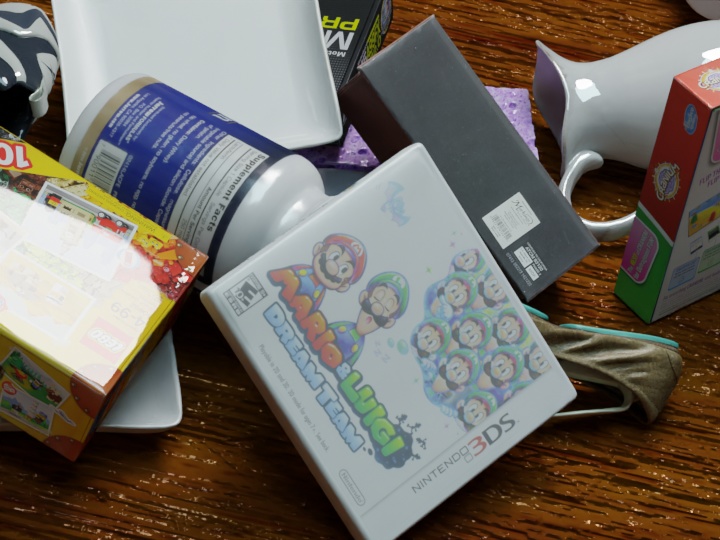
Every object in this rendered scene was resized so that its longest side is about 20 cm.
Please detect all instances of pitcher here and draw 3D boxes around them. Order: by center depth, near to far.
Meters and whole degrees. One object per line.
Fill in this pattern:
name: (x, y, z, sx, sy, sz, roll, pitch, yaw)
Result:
pitcher: (0.237, -0.102, 1.896, 0.199, 0.121, 0.172, -4, 64, -1)

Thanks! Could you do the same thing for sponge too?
sponge: (0.031, -0.101, 1.902, 0.199, 0.030, 0.112, 5, 41, -6)

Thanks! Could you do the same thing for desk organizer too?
desk organizer: (0.072, -0.071, 1.788, 0.072, 0.077, 0.200, -36, 91, -21)

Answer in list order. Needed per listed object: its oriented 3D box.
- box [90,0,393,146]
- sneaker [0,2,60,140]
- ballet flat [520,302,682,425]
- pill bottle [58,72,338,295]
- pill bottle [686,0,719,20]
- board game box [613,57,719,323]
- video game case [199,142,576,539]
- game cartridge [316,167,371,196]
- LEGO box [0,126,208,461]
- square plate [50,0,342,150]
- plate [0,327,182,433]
box: (-0.089, -0.170, 1.907, 0.199, 0.044, 0.160, 7, 44, 14)
sneaker: (-0.308, -0.116, 1.788, 0.198, 0.080, 0.130, -8, 37, -6)
ballet flat: (0.120, 0.061, 1.708, 0.199, 0.068, 0.073, 16, 79, -14)
pill bottle: (-0.096, -0.042, 1.699, 0.200, 0.116, 0.116, 29, 45, 19)
pill bottle: (0.301, -0.301, 2.114, 0.113, 0.113, 0.200, 5, 42, -6)
board game box: (0.265, -0.071, 1.788, 0.153, 0.200, 0.040, -23, 51, -33)
video game case: (0.021, 0.049, 1.622, 0.182, 0.024, 0.200, -36, 98, -23)
game cartridge: (0.000, 0.000, 1.781, 0.133, 0.041, 0.200, 7, 42, -10)
LEGO box: (-0.223, 0.004, 1.618, 0.200, 0.077, 0.149, 31, 45, 2)
square plate: (-0.121, -0.154, 1.836, 0.197, 0.028, 0.201, -12, 62, 3)
plate: (-0.225, 0.042, 1.690, 0.199, 0.032, 0.200, 0, 43, -10)
